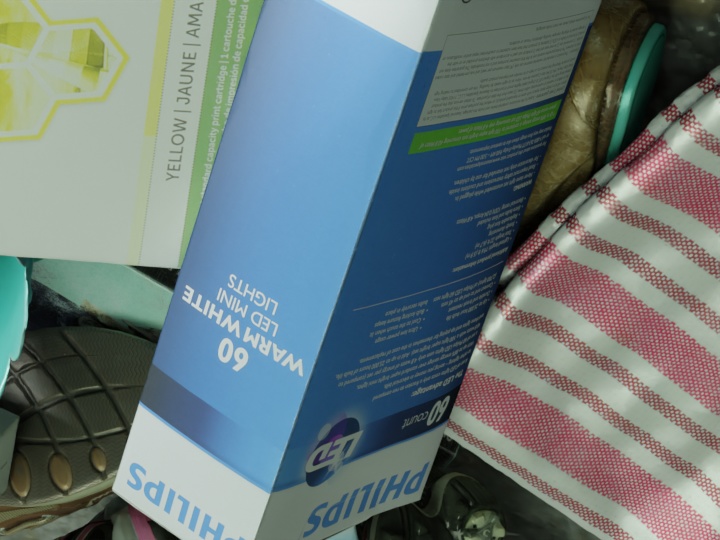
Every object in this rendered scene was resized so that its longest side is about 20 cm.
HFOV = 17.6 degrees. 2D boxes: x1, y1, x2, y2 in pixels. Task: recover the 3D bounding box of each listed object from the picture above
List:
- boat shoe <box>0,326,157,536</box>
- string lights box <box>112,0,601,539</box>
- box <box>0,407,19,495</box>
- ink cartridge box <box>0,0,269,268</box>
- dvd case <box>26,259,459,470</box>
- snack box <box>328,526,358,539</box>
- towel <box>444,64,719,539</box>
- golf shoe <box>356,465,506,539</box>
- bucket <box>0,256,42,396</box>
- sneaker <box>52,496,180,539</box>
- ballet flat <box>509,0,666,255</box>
[{"bbox_3d":[-0.143,0.073,0.984,0.199,0.076,0.072,-14,161,29],"label":"boat shoe"},{"bbox_3d":[0.001,-0.014,0.709,0.059,0.103,0.201,31,115,26],"label":"string lights box"},{"bbox_3d":[-0.240,0.085,0.860,0.155,0.200,0.041,23,119,11],"label":"box"},{"bbox_3d":[-0.128,-0.076,0.674,0.198,0.048,0.146,3,126,-12],"label":"ink cartridge box"},{"bbox_3d":[-0.070,0.053,0.982,0.199,0.022,0.146,30,142,-7],"label":"dvd case"},{"bbox_3d":[-0.035,0.114,0.922,0.037,0.117,0.201,-5,142,-11],"label":"snack box"},{"bbox_3d":[0.119,0.023,0.755,0.146,0.030,0.200,34,125,-18],"label":"towel"},{"bbox_3d":[0.023,0.171,0.939,0.088,0.077,0.202,21,115,60],"label":"golf shoe"},{"bbox_3d":[-0.205,-0.037,0.825,0.205,0.135,0.208,3,132,4],"label":"bucket"},{"bbox_3d":[-0.121,0.143,1.015,0.081,0.086,0.200,64,168,12],"label":"sneaker"},{"bbox_3d":[0.057,-0.015,0.798,0.072,0.068,0.201,19,139,16],"label":"ballet flat"}]
